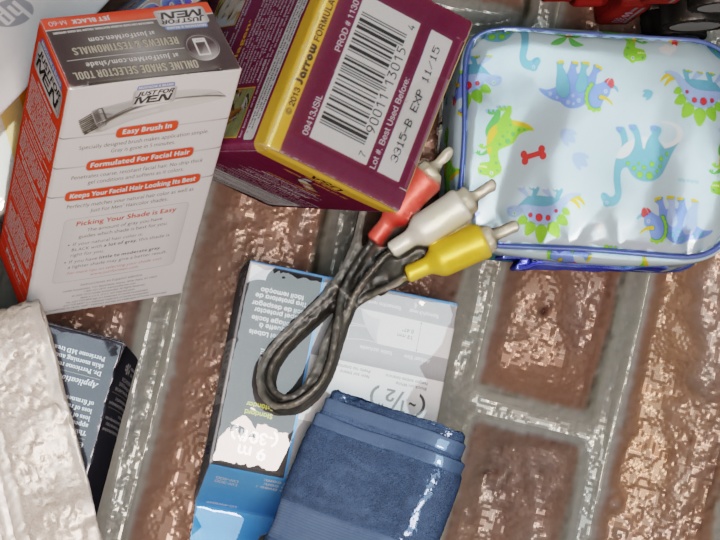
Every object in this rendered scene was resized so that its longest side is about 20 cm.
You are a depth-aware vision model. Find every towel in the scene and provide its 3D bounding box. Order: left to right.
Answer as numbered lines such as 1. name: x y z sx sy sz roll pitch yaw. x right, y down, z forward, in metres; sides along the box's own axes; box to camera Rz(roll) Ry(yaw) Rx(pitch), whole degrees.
1. towel: -0.228 0.130 1.398 0.132 0.034 0.201 -15 84 -4
2. towel: -0.009 0.180 1.460 0.111 0.048 0.201 17 80 33

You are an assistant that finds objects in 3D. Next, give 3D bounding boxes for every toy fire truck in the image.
1. toy fire truck: 0.144 -0.222 1.538 0.198 0.176 0.130 -2 86 -9

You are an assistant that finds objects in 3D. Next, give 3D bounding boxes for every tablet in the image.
1. tablet: -0.235 -0.163 1.481 0.129 0.014 0.200 19 51 23

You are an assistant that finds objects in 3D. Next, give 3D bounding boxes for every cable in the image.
1. cable: 0.000 0.000 1.494 0.200 0.050 0.097 -39 72 -8

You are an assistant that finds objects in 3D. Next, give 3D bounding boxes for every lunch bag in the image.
1. lunch bag: 0.151 -0.077 1.574 0.198 0.082 0.162 2 84 -9

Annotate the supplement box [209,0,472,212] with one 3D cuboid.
1. supplement box: -0.035 -0.113 1.478 0.103 0.200 0.132 24 83 -25

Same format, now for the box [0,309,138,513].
1. box: -0.259 0.113 1.468 0.199 0.104 0.183 15 82 1

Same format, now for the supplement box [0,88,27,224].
1. supplement box: -0.283 -0.081 1.507 0.199 0.074 0.127 -18 89 -11

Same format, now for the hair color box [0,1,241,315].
1. hair color box: -0.150 -0.065 1.434 0.110 0.201 0.064 -9 52 -26

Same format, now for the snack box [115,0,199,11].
1. snack box: -0.126 -0.173 1.504 0.200 0.072 0.024 -45 107 -33

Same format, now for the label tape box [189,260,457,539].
1. label tape box: -0.026 0.106 1.539 0.142 0.066 0.202 12 82 -8
